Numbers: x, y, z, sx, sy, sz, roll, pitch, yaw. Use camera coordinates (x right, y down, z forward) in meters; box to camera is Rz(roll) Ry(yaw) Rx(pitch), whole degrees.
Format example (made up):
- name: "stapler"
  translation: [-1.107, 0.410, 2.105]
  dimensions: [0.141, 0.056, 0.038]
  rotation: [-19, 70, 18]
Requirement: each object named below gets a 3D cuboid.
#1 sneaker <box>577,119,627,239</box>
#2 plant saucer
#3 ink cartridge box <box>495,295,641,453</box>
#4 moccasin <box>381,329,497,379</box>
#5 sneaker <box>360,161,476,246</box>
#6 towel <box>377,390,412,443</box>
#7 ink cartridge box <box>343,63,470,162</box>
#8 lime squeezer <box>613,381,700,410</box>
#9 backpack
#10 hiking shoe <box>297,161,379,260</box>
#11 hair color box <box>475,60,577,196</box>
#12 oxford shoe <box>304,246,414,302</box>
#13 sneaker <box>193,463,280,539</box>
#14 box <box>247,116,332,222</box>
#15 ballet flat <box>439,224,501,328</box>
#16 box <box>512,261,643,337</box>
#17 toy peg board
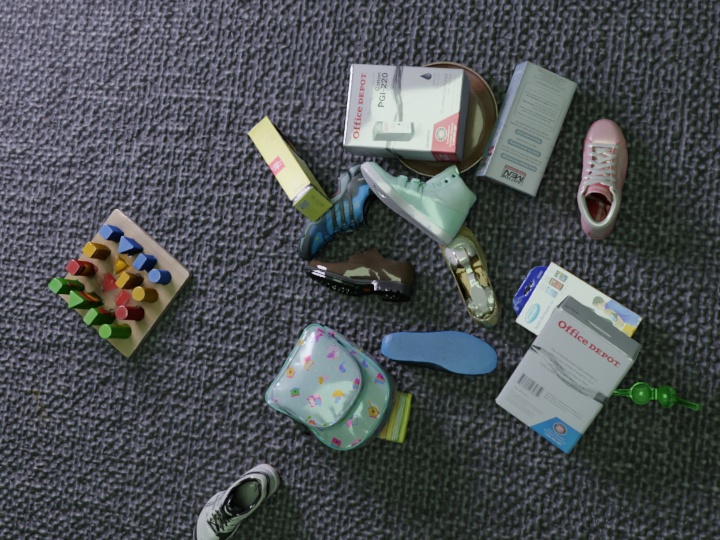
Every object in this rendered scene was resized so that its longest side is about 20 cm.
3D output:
- name: "sneaker"
  translation: [0.398, -0.156, 1.542]
  dimensions: [0.074, 0.105, 0.203]
  rotation: [5, 87, 15]
- name: "plant saucer"
  translation: [0.143, -0.260, 1.642]
  dimensions: [0.198, 0.037, 0.203]
  rotation: [-1, 86, 14]
- name: "ink cartridge box"
  translation: [0.334, 0.166, 1.514]
  dimensions: [0.144, 0.084, 0.201]
  rotation: [35, 116, 14]
- name: "moccasin"
  translation: [0.137, 0.134, 1.604]
  dimensions: [0.197, 0.068, 0.082]
  rotation: [12, 81, 12]
- name: "sneaker"
  translation: [0.102, -0.147, 1.602]
  dimensions: [0.200, 0.074, 0.119]
  rotation: [38, 84, 2]
- name: "towel"
  translation: [-0.009, 0.240, 1.657]
  dimensions: [0.197, 0.018, 0.087]
  rotation: [11, 84, 14]
- name: "ink cartridge box"
  translation: [0.078, -0.267, 1.597]
  dimensions: [0.197, 0.085, 0.148]
  rotation: [5, 87, 15]
- name: "lime squeezer"
  translation: [0.466, 0.207, 1.526]
  dimensions: [0.198, 0.070, 0.038]
  rotation: [5, 111, 43]
- name: "backpack"
  translation: [-0.042, 0.204, 1.586]
  dimensions: [0.199, 0.153, 0.177]
  rotation: [33, 85, 9]
- name: "hiking shoe"
  translation: [-0.034, -0.092, 1.651]
  dimensions: [0.086, 0.074, 0.201]
  rotation: [37, 95, 13]
- name: "hair color box"
  translation: [0.278, -0.236, 1.580]
  dimensions: [0.098, 0.061, 0.202]
  rotation: [21, 91, -10]
- name: "oxford shoe"
  translation: [0.000, 0.000, 1.649]
  dimensions: [0.197, 0.073, 0.085]
  rotation: [8, 72, 11]
- name: "sneaker"
  translation: [-0.233, 0.418, 1.660]
  dimensions: [0.076, 0.088, 0.200]
  rotation: [45, 98, 10]
- name: "box"
  translation: [-0.124, -0.178, 1.641]
  dimensions: [0.050, 0.075, 0.201]
  rotation: [-39, 56, 9]
- name: "ballet flat"
  translation: [0.185, 0.002, 1.600]
  dimensions: [0.070, 0.071, 0.202]
  rotation: [-23, 81, 10]
- name: "box"
  translation: [0.354, 0.076, 1.570]
  dimensions: [0.199, 0.041, 0.120]
  rotation: [32, 94, 11]
- name: "toy peg board"
  translation: [-0.454, 0.021, 1.730]
  dimensions: [0.199, 0.098, 0.200]
  rotation: [39, 96, 12]
